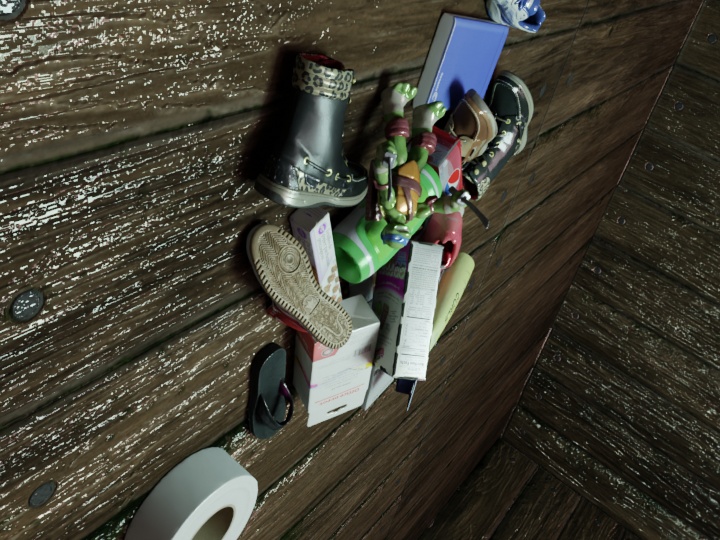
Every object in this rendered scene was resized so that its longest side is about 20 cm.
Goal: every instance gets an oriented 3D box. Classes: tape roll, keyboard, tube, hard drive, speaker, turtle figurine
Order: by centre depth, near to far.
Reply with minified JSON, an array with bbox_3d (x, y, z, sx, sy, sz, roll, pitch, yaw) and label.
[{"bbox_3d":[0.082,-0.135,0.853,0.200,0.139,0.200,124,-30,-73],"label":"turtle figurine"},{"bbox_3d":[-0.239,0.360,0.965,0.202,0.070,0.205,-45,154,-29],"label":"tape roll"},{"bbox_3d":[0.036,-0.074,0.984,0.200,0.087,0.090,-46,154,-27],"label":"speaker"},{"bbox_3d":[0.155,-0.309,1.018,0.198,0.025,0.135,-23,138,-54],"label":"hard drive"},{"bbox_3d":[0.000,0.000,1.096,0.056,0.011,0.203,-40,150,-27],"label":"keyboard"},{"bbox_3d":[0.148,0.057,1.177,0.058,0.051,0.202,51,49,-29],"label":"tube"}]

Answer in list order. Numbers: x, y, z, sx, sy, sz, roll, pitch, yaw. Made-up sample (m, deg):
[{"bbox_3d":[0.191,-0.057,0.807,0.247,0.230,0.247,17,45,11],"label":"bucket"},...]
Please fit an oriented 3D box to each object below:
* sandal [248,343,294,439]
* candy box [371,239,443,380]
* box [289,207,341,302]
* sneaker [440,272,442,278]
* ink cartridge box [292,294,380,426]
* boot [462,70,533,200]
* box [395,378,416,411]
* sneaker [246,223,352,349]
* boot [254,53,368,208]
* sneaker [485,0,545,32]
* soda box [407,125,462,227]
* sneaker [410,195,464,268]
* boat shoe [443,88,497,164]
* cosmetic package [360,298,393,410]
[{"bbox_3d":[-0.131,0.197,1.014,0.075,0.047,0.204,-40,149,-36],"label":"sandal"},{"bbox_3d":[0.066,0.056,1.059,0.136,0.059,0.207,-166,-95,-72],"label":"candy box"},{"bbox_3d":[-0.058,-0.011,0.927,0.039,0.041,0.202,-46,154,-25],"label":"box"},{"bbox_3d":[0.118,0.018,1.274,0.114,0.074,0.205,-14,126,-57],"label":"sneaker"},{"bbox_3d":[-0.043,0.146,1.065,0.114,0.068,0.204,-15,136,-26],"label":"ink cartridge box"},{"bbox_3d":[0.232,-0.231,1.191,0.155,0.073,0.205,-49,154,-15],"label":"boot"},{"bbox_3d":[0.093,0.127,1.183,0.123,0.031,0.204,98,4,-53],"label":"box"},{"bbox_3d":[-0.098,0.016,0.866,0.071,0.111,0.202,-46,124,-17],"label":"sneaker"},{"bbox_3d":[-0.031,-0.157,0.774,0.202,0.072,0.158,-17,130,-59],"label":"boot"},{"bbox_3d":[0.215,-0.403,0.953,0.077,0.087,0.199,-60,155,11],"label":"sneaker"},{"bbox_3d":[0.123,-0.140,1.099,0.064,0.069,0.201,-51,155,-18],"label":"soda box"},{"bbox_3d":[0.122,-0.033,1.103,0.202,0.071,0.089,98,-5,-60],"label":"sneaker"},{"bbox_3d":[0.164,-0.213,1.060,0.071,0.076,0.200,-36,166,-3],"label":"boat shoe"},{"bbox_3d":[0.025,0.147,1.231,0.101,0.073,0.204,-40,150,-40],"label":"cosmetic package"}]
